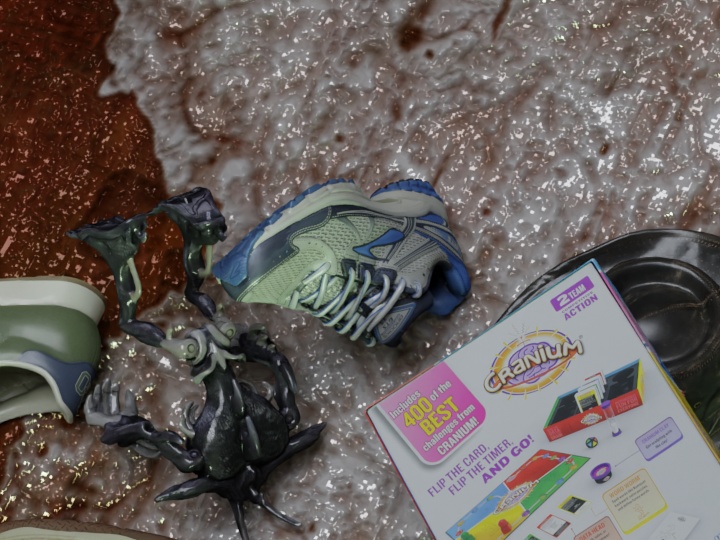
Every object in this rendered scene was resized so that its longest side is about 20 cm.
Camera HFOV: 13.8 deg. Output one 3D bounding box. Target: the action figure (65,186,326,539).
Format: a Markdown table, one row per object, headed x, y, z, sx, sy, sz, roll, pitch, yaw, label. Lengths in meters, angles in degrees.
| x | y | z | sx | sy | sz | roll | pitch | yaw | label |
| --- | --- | --- | --- | --- | --- | --- | --- | --- | --- |
| -0.093 | 0.058 | 1.699 | 0.119 | 0.102 | 0.200 | -21 | 98 | -24 | action figure |

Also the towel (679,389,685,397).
| x | y | z | sx | sy | sz | roll | pitch | yaw | label |
| --- | --- | --- | --- | --- | --- | --- | --- | --- | --- |
| 0.130 | 0.175 | 1.578 | 0.146 | 0.030 | 0.200 | -20 | 67 | 15 | towel |

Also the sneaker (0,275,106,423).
| x | y | z | sx | sy | sz | roll | pitch | yaw | label |
| --- | --- | --- | --- | --- | --- | --- | --- | --- | --- |
| -0.250 | 0.058 | 1.752 | 0.200 | 0.067 | 0.090 | -5 | 59 | 8 | sneaker |

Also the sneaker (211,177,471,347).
| x | y | z | sx | sy | sz | roll | pitch | yaw | label |
| --- | --- | --- | --- | --- | --- | --- | --- | --- | --- |
| 0.000 | 0.000 | 1.666 | 0.077 | 0.200 | 0.085 | -41 | 72 | 33 | sneaker |

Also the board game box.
| x | y | z | sx | sy | sz | roll | pitch | yaw | label |
| --- | --- | --- | --- | --- | --- | --- | --- | --- | --- |
| 0.110 | 0.112 | 1.558 | 0.153 | 0.040 | 0.200 | -33 | 53 | 6 | board game box |

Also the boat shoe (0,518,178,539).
| x | y | z | sx | sy | sz | roll | pitch | yaw | label |
| --- | --- | --- | --- | --- | --- | --- | --- | --- | --- |
| -0.119 | 0.187 | 1.659 | 0.202 | 0.075 | 0.075 | 6 | 72 | 16 | boat shoe |

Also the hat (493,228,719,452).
| x | y | z | sx | sy | sz | roll | pitch | yaw | label |
| --- | --- | --- | --- | --- | --- | --- | --- | --- | --- |
| 0.152 | 0.050 | 1.653 | 0.200 | 0.081 | 0.201 | -5 | 65 | 11 | hat |
